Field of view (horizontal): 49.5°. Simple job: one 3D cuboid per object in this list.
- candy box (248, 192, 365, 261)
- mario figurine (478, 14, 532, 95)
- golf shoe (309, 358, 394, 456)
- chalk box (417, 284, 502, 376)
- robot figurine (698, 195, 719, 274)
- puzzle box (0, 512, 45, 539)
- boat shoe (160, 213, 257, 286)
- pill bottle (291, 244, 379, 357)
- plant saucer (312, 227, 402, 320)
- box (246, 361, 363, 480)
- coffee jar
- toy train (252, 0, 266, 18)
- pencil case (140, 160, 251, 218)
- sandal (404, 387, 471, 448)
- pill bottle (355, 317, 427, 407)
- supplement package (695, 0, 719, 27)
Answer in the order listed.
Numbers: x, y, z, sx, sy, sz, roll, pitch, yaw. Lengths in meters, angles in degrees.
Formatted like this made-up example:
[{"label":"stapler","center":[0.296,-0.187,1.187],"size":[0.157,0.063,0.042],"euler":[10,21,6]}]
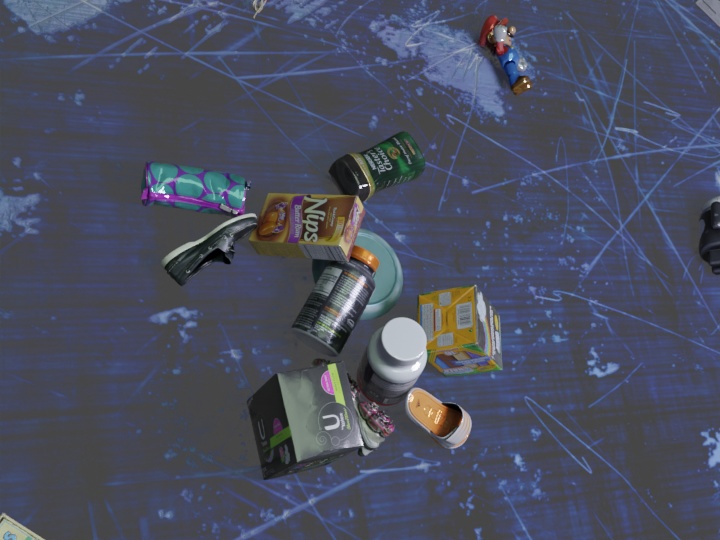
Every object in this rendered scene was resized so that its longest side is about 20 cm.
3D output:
[{"label":"candy box","center":[-0.101,-0.085,1.485],"size":[0.198,0.057,0.118],"euler":[5,59,24]},{"label":"mario figurine","center":[0.370,-0.540,1.914],"size":[0.105,0.123,0.202],"euler":[-24,83,-17]},{"label":"golf shoe","center":[-0.034,0.248,1.428],"size":[0.200,0.092,0.072],"euler":[46,13,22]},{"label":"chalk box","center":[0.202,0.129,1.531],"size":[0.200,0.123,0.126],"euler":[44,42,-53]},{"label":"robot figurine","center":[0.909,-0.091,1.952],"size":[0.123,0.151,0.202],"euler":[13,63,1]},{"label":"puzzle box","center":[-0.535,0.478,1.144],"size":[0.132,0.025,0.201],"euler":[34,60,-6]},{"label":"boat shoe","center":[-0.266,-0.036,1.444],"size":[0.198,0.075,0.066],"euler":[-30,77,-25]},{"label":"pill bottle","center":[-0.039,0.052,1.468],"size":[0.106,0.106,0.201],"euler":[32,73,-8]},{"label":"plant saucer","center":[0.000,0.000,1.577],"size":[0.198,0.027,0.202],"euler":[9,66,-20]},{"label":"box","center":[-0.098,0.257,1.324],"size":[0.123,0.200,0.150],"euler":[-8,71,-25]},{"label":"coffee jar","center":[0.034,-0.214,1.648],"size":[0.199,0.085,0.105],"euler":[-27,81,-29]},{"label":"toy train","center":[-0.245,-0.648,1.719],"size":[0.115,0.085,0.201],"euler":[23,61,-1]},{"label":"pencil case","center":[-0.311,-0.149,1.471],"size":[0.198,0.086,0.093],"euler":[7,37,-19]},{"label":"sandal","center":[0.158,0.283,1.461],"size":[0.206,0.059,0.080],"euler":[36,68,-41]},{"label":"pill bottle","center":[0.059,0.165,1.421],"size":[0.109,0.201,0.112],"euler":[5,60,-8]},{"label":"supplement package","center":[1.145,-0.846,2.326],"size":[0.151,0.200,0.152],"euler":[43,58,-1]}]
